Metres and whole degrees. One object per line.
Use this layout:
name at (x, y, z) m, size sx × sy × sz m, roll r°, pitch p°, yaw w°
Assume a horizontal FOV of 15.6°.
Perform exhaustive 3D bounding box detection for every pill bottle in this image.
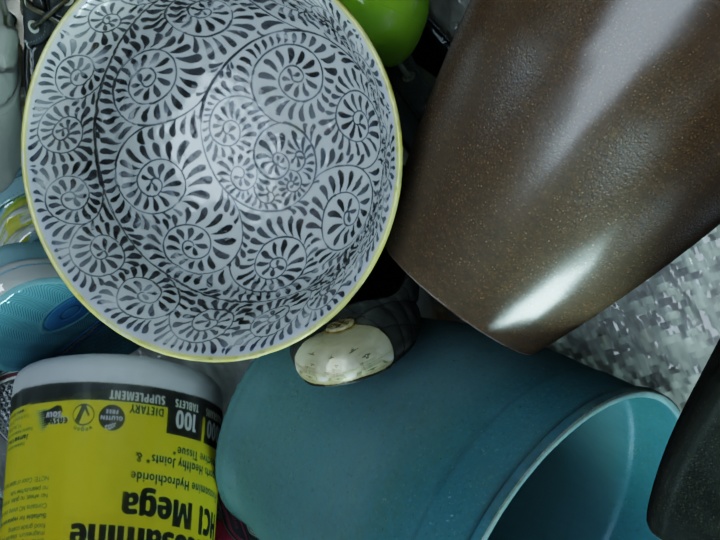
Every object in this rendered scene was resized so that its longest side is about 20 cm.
pill bottle at (-0.132, 0.151, 1.360) m, size 0.112 × 0.112 × 0.200 m, roll -5°, pitch 73°, yaw 25°

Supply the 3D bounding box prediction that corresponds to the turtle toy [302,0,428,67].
turtle toy at (0.002, -0.201, 1.303) m, size 0.101 × 0.146 × 0.200 m, roll -14°, pitch 95°, yaw -8°

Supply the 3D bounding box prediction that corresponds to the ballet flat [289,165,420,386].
ballet flat at (0.000, 0.000, 1.317) m, size 0.066 × 0.200 × 0.057 m, roll -5°, pitch 116°, yaw 12°

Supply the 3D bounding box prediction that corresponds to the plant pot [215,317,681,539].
plant pot at (0.034, 0.112, 1.344) m, size 0.188 × 0.200 × 0.200 m, roll 28°, pitch 111°, yaw 32°

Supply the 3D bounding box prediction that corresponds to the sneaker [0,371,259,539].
sneaker at (-0.132, 0.106, 1.473) m, size 0.200 × 0.075 × 0.081 m, roll 28°, pitch 110°, yaw 18°

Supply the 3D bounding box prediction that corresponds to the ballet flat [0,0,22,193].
ballet flat at (-0.207, -0.136, 1.353) m, size 0.069 × 0.069 × 0.200 m, roll -26°, pitch 61°, yaw 26°

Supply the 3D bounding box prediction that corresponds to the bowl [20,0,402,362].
bowl at (-0.057, -0.060, 1.287) m, size 0.200 × 0.094 × 0.201 m, roll 3°, pitch 97°, yaw 22°

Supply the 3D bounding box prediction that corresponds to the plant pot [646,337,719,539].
plant pot at (0.252, 0.040, 1.187) m, size 0.200 × 0.177 × 0.200 m, roll 22°, pitch 70°, yaw 20°

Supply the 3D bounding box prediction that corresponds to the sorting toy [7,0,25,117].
sorting toy at (-0.172, -0.167, 1.431) m, size 0.200 × 0.107 × 0.180 m, roll -8°, pitch 90°, yaw 25°

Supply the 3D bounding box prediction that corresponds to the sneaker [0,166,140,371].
sneaker at (-0.182, -0.016, 1.410) m, size 0.079 × 0.200 × 0.131 m, roll -35°, pitch 76°, yaw 8°

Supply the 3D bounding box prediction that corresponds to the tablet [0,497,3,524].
tablet at (-0.279, 0.134, 1.514) m, size 0.200 × 0.130 × 0.014 m, roll 8°, pitch 95°, yaw 23°

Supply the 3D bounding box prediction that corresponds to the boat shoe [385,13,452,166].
boat shoe at (0.061, -0.070, 1.355) m, size 0.200 × 0.073 × 0.062 m, roll 43°, pitch 118°, yaw 16°

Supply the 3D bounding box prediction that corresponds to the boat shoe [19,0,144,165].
boat shoe at (-0.148, -0.146, 1.335) m, size 0.069 × 0.057 × 0.200 m, roll 1°, pitch 86°, yaw 26°

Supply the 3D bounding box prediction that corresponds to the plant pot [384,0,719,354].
plant pot at (0.107, -0.065, 1.251) m, size 0.187 × 0.187 × 0.200 m, roll 39°, pitch 101°, yaw 13°
